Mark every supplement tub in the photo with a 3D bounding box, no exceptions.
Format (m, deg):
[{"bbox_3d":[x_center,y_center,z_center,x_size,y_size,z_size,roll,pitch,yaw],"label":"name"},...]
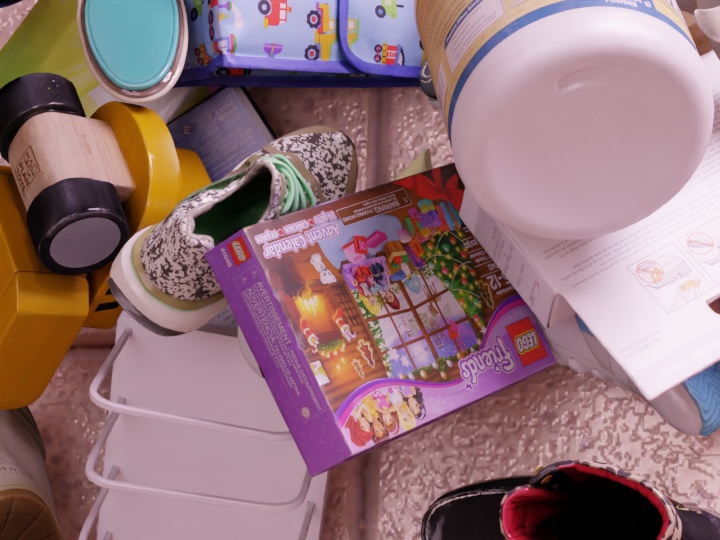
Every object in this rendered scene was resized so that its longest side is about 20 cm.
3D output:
[{"bbox_3d":[0.108,-0.129,1.312,0.144,0.145,0.201,-28,39,13],"label":"supplement tub"}]

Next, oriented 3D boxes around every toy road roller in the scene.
[{"bbox_3d":[-0.170,-0.014,1.434,0.200,0.145,0.123,-54,45,33],"label":"toy road roller"}]

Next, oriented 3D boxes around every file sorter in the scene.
[{"bbox_3d":[-0.096,0.148,1.378,0.138,0.125,0.201,9,111,4],"label":"file sorter"}]

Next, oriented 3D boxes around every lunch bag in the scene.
[{"bbox_3d":[-0.019,-0.194,1.477,0.094,0.199,0.152,-8,84,61],"label":"lunch bag"}]

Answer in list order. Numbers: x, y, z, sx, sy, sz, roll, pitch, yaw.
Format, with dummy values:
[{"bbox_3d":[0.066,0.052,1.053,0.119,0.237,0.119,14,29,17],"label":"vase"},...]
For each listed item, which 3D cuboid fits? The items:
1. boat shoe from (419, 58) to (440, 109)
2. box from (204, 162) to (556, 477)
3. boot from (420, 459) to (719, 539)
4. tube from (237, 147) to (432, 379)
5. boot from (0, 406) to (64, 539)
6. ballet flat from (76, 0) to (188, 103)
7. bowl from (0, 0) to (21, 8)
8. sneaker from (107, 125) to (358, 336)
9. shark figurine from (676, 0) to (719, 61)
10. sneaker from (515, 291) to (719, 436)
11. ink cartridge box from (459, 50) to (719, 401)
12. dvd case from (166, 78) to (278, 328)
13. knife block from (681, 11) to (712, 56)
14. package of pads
[{"bbox_3d":[0.082,-0.195,1.466,0.201,0.062,0.073,-59,25,-12],"label":"boat shoe"},{"bbox_3d":[0.016,0.023,1.330,0.039,0.199,0.138,-31,83,40],"label":"box"},{"bbox_3d":[0.111,0.148,1.343,0.199,0.151,0.074,6,79,22],"label":"boot"},{"bbox_3d":[0.000,0.000,1.395,0.052,0.200,0.058,41,130,7],"label":"tube"},{"bbox_3d":[-0.222,0.185,1.500,0.072,0.201,0.155,-10,32,-11],"label":"boot"},{"bbox_3d":[-0.146,-0.170,1.453,0.069,0.069,0.201,-24,56,14],"label":"ballet flat"},{"bbox_3d":[-0.212,-0.258,1.480,0.039,0.201,0.201,29,89,16],"label":"bowl"},{"bbox_3d":[-0.055,-0.036,1.350,0.077,0.200,0.089,47,137,2],"label":"sneaker"},{"bbox_3d":[0.207,-0.196,1.361,0.089,0.128,0.216,-1,88,47],"label":"shark figurine"},{"bbox_3d":[0.143,0.031,1.409,0.200,0.076,0.081,49,116,23],"label":"sneaker"},{"bbox_3d":[0.187,-0.023,1.360,0.199,0.045,0.177,-27,64,-21],"label":"ink cartridge box"},{"bbox_3d":[-0.083,-0.001,1.491,0.142,0.018,0.201,-33,86,5],"label":"dvd case"},{"bbox_3d":[0.160,-0.205,1.458,0.199,0.064,0.177,-25,69,15],"label":"knife block"},{"bbox_3d":[-0.145,-0.146,1.562,0.154,0.068,0.200,39,94,26],"label":"package of pads"}]
